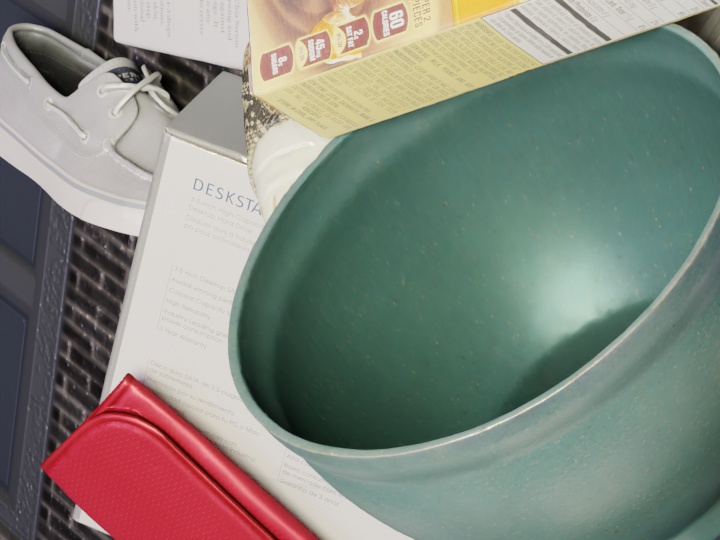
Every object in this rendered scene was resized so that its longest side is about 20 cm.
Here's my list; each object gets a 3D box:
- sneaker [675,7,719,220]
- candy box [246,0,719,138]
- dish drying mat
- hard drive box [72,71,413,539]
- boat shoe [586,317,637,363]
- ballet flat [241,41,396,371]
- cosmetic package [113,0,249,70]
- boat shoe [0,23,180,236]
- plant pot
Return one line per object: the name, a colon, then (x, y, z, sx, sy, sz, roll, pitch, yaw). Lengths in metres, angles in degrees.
sneaker: (0.140, -0.122, 0.955, 0.116, 0.075, 0.201, 52, 137, 25)
candy box: (0.053, -0.133, 0.929, 0.199, 0.055, 0.116, -18, 65, 29)
dish drying mat: (-0.046, 0.132, 1.126, 0.200, 0.018, 0.077, 42, 129, -4)
hard drive box: (-0.024, 0.039, 1.134, 0.155, 0.077, 0.201, 22, 118, 9)
boat shoe: (0.084, 0.080, 1.089, 0.073, 0.074, 0.201, 52, 127, 44)
ballet flat: (0.000, 0.000, 1.022, 0.068, 0.075, 0.201, -16, 105, 29)
cosmetic package: (-0.025, -0.140, 1.152, 0.199, 0.071, 0.102, 17, 112, 47)
boat shoe: (-0.121, -0.072, 1.298, 0.200, 0.072, 0.069, 35, 125, 51)
plant pot: (0.072, 0.027, 0.930, 0.200, 0.201, 0.134, 11, 147, 49)
